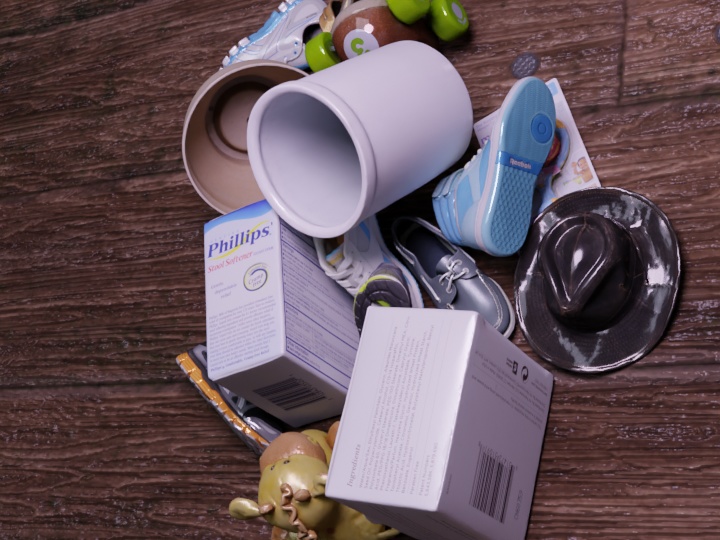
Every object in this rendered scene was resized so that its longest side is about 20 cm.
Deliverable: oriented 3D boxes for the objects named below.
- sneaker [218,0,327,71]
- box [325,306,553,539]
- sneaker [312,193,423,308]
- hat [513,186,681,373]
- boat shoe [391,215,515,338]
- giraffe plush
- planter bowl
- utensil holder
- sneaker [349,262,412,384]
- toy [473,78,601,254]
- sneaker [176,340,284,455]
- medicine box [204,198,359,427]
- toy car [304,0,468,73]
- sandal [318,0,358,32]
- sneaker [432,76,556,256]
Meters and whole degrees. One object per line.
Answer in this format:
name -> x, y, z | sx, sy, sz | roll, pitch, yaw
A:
sneaker -> -0.109, -0.285, 1.726 | 0.200, 0.075, 0.087 | -47, 57, 5
box -> 0.085, 0.162, 1.298 | 0.130, 0.199, 0.201 | 1, 69, 33
sneaker -> 0.000, 0.000, 1.471 | 0.076, 0.081, 0.201 | -36, 81, 38
hat -> 0.233, 0.002, 1.332 | 0.199, 0.081, 0.202 | -6, 76, 25
boat shoe -> 0.098, 0.008, 1.452 | 0.073, 0.062, 0.200 | -44, 51, 8
giraffe plush -> -0.056, 0.239, 1.375 | 0.173, 0.162, 0.200 | -46, 51, 6
planter bowl -> -0.131, -0.175, 1.617 | 0.200, 0.200, 0.135 | -46, 25, 6
utensil holder -> 0.004, -0.151, 1.409 | 0.169, 0.171, 0.200 | 15, 33, 37
sneaker -> 0.030, 0.082, 1.415 | 0.073, 0.201, 0.081 | 10, 29, 8
toy -> 0.195, -0.128, 1.464 | 0.115, 0.047, 0.201 | -28, 56, 18
sneaker -> -0.141, 0.145, 1.538 | 0.077, 0.078, 0.200 | -38, 56, -12
medicine box -> -0.085, 0.050, 1.474 | 0.102, 0.182, 0.201 | -19, 58, 24
toy car -> 0.051, -0.219, 1.550 | 0.164, 0.157, 0.201 | -29, 66, 33
sandal -> -0.031, -0.308, 1.676 | 0.054, 0.080, 0.201 | 18, 82, 21
sneaker -> 0.138, -0.117, 1.429 | 0.130, 0.079, 0.201 | 5, 76, 57
